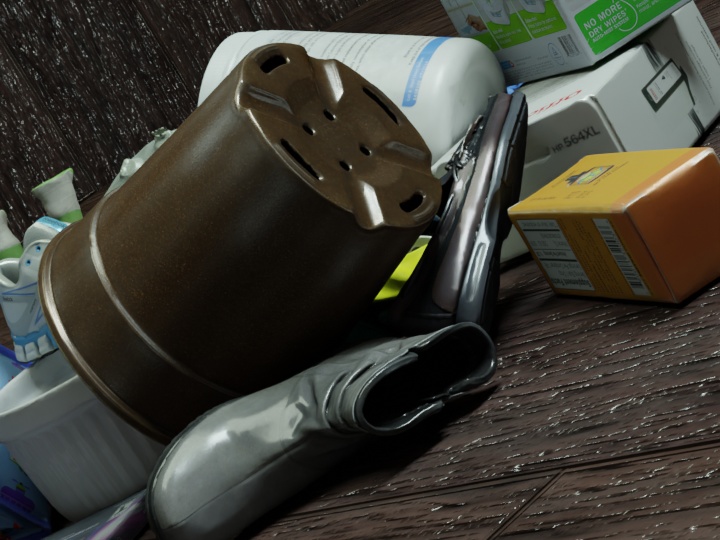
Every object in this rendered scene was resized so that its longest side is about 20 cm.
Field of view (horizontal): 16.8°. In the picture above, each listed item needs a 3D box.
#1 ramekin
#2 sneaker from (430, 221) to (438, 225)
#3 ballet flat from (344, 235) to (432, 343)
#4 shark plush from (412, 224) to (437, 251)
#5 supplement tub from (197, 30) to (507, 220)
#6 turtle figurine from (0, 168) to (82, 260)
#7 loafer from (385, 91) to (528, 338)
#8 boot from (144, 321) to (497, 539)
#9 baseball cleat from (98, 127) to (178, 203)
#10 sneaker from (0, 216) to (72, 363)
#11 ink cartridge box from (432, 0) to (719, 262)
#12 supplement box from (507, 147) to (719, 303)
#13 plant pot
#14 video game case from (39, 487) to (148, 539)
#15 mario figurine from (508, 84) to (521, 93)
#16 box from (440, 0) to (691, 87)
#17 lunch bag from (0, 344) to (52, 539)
[{"bbox_3d":[-0.152,0.089,1.679,0.199,0.106,0.200,-30,10,6],"label":"ramekin"},{"bbox_3d":[-0.005,-0.043,1.943,0.199,0.083,0.074,-27,9,13],"label":"sneaker"},{"bbox_3d":[0.015,0.015,1.615,0.199,0.067,0.068,-17,56,44],"label":"ballet flat"},{"bbox_3d":[0.000,0.000,1.778,0.084,0.090,0.200,-62,-3,33],"label":"shark plush"},{"bbox_3d":[-0.004,-0.106,1.769,0.199,0.133,0.132,6,29,27],"label":"supplement tub"},{"bbox_3d":[-0.221,0.021,1.984,0.143,0.195,0.200,-26,8,41],"label":"turtle figurine"},{"bbox_3d":[0.063,-0.037,1.522,0.062,0.072,0.201,6,51,11],"label":"loafer"},{"bbox_3d":[-0.025,0.088,1.388,0.200,0.070,0.131,-38,10,-26],"label":"boot"},{"bbox_3d":[-0.161,-0.029,1.854,0.200,0.106,0.070,-39,46,14],"label":"baseball cleat"},{"bbox_3d":[-0.191,-0.003,1.698,0.199,0.087,0.075,-23,11,37],"label":"sneaker"},{"bbox_3d":[0.157,-0.096,1.687,0.145,0.085,0.200,-24,12,36],"label":"ink cartridge box"},{"bbox_3d":[0.154,-0.026,1.413,0.066,0.069,0.200,-33,11,-12],"label":"supplement box"},{"bbox_3d":[-0.063,-0.020,1.505,0.198,0.200,0.200,-48,0,30],"label":"plant pot"},{"bbox_3d":[-0.219,0.212,1.541,0.142,0.019,0.200,-27,10,28],"label":"video game case"},{"bbox_3d":[0.091,-0.097,2.006,0.199,0.123,0.107,-21,54,17],"label":"mario figurine"},{"bbox_3d":[0.116,-0.231,1.717,0.096,0.177,0.200,-32,7,-15],"label":"box"},{"bbox_3d":[-0.312,0.097,1.717,0.094,0.200,0.151,-28,41,22],"label":"lunch bag"}]
